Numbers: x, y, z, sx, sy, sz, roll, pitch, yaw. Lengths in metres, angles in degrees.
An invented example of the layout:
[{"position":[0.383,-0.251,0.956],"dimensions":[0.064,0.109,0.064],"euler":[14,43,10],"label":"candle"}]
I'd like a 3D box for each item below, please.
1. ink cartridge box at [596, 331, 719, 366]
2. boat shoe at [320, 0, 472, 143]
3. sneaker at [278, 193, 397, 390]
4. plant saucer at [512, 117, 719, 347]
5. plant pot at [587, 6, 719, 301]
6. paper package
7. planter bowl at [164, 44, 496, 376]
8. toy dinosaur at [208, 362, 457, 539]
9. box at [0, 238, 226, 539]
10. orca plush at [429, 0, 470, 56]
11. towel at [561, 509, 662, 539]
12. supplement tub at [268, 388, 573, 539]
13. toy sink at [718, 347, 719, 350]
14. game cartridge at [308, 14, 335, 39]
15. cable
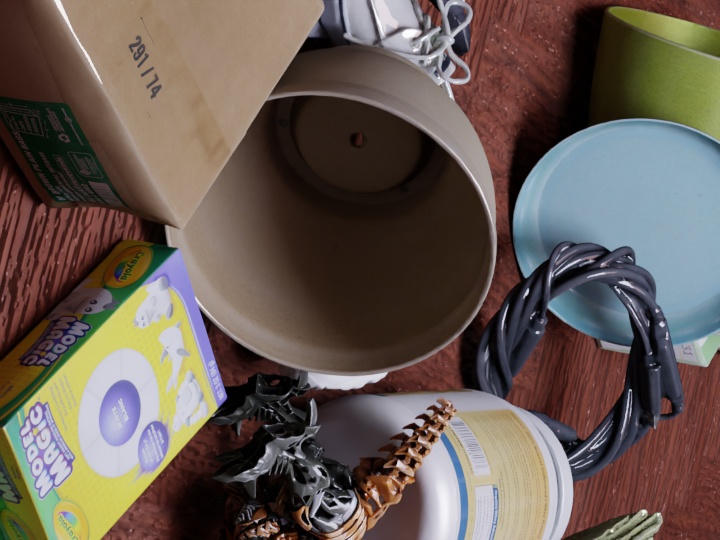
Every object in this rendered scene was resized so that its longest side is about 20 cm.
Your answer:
[{"position":[0.305,0.014,1.892],"dimensions":[0.146,0.199,0.048],"euler":[-55,139,-33],"label":"ink cartridge box"},{"position":[0.034,-0.137,1.476],"dimensions":[0.075,0.086,0.203],"euler":[-48,137,-39],"label":"boat shoe"},{"position":[0.000,0.000,1.525],"dimensions":[0.200,0.078,0.100],"euler":[-54,149,-49],"label":"sneaker"},{"position":[0.215,-0.032,1.762],"dimensions":[0.027,0.199,0.201],"euler":[-73,155,-57],"label":"plant saucer"},{"position":[0.251,-0.084,1.828],"dimensions":[0.187,0.187,0.201],"euler":[-5,116,-57],"label":"plant pot"},{"position":[-0.131,-0.156,1.262],"dimensions":[0.191,0.103,0.200],"euler":[-59,142,-29],"label":"paper package"},{"position":[-0.009,-0.056,1.419],"dimensions":[0.135,0.199,0.201],"euler":[-74,155,-54],"label":"planter bowl"},{"position":[-0.036,0.135,1.456],"dimensions":[0.200,0.102,0.136],"euler":[-41,118,-15],"label":"toy dinosaur"},{"position":[-0.160,0.085,1.332],"dimensions":[0.200,0.048,0.118],"euler":[-47,134,-39],"label":"box"},{"position":[0.071,-0.204,1.589],"dimensions":[0.071,0.105,0.200],"euler":[-54,-162,38],"label":"orca plush"},{"position":[0.116,0.234,1.680],"dimensions":[0.148,0.200,0.037],"euler":[-24,86,-52],"label":"towel"},{"position":[0.045,0.154,1.577],"dimensions":[0.200,0.144,0.145],"euler":[2,96,-57],"label":"supplement tub"},{"position":[0.397,0.029,2.122],"dimensions":[0.200,0.112,0.131],"euler":[32,71,-61],"label":"toy sink"},{"position":[-0.016,-0.248,1.480],"dimensions":[0.133,0.040,0.201],"euler":[-7,104,-60],"label":"game cartridge"},{"position":[0.158,0.066,1.758],"dimensions":[0.163,0.051,0.201],"euler":[-21,123,-4],"label":"cable"}]
